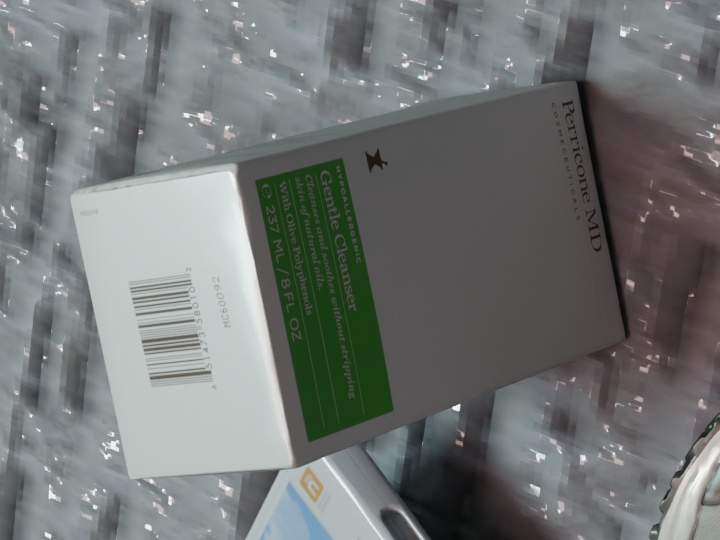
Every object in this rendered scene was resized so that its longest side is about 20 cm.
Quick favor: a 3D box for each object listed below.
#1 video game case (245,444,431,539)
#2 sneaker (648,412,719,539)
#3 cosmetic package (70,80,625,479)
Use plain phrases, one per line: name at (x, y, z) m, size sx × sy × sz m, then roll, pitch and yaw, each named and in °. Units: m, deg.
video game case at (0.004, 0.183, 1.144) m, size 0.182 × 0.022 × 0.200 m, roll 53°, pitch 142°, yaw 23°
sneaker at (0.144, 0.124, 1.036) m, size 0.079 × 0.074 × 0.200 m, roll 19°, pitch 118°, yaw 25°
cosmetic package at (0.000, 0.000, 1.032) m, size 0.085 × 0.200 × 0.108 m, roll -8°, pitch 98°, yaw 41°
